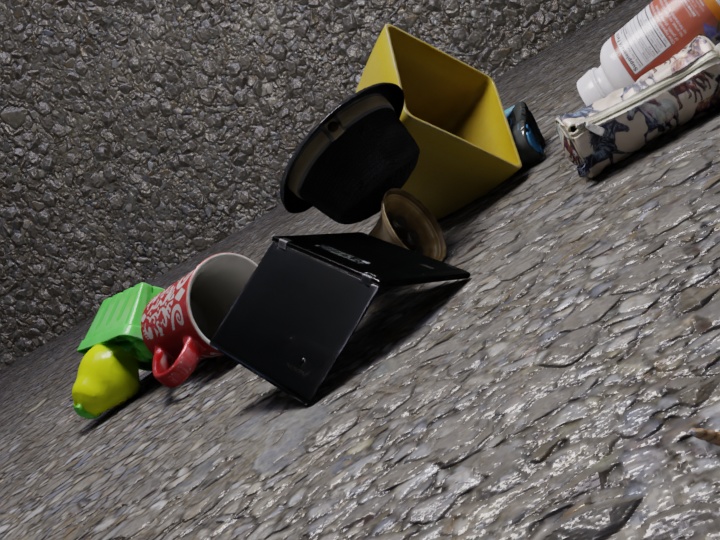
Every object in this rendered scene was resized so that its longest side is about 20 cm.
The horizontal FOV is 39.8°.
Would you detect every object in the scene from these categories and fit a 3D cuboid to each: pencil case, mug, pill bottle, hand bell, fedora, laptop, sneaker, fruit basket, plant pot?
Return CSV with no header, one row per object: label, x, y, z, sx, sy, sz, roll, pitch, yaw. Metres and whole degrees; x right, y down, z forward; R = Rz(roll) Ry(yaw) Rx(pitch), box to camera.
pencil case,0.313,-0.179,1.093,0.198,0.079,0.089,-29,-10,13
mug,-0.236,0.070,1.371,0.176,0.135,0.199,-27,4,-36
pill bottle,0.357,-0.254,1.172,0.199,0.112,0.112,-40,4,31
hand bell,0.000,0.000,1.212,0.199,0.104,0.104,-39,4,33
fedora,0.001,-0.123,1.185,0.200,0.092,0.201,-40,-18,-15
laptop,-0.024,0.039,1.038,0.198,0.118,0.186,-5,18,-39
sneaker,0.224,-0.196,1.477,0.081,0.074,0.200,-29,9,20
fruit basket,-0.353,0.136,1.521,0.215,0.154,0.219,-33,48,45
plant pot,0.079,-0.185,1.400,0.177,0.198,0.202,-48,36,35

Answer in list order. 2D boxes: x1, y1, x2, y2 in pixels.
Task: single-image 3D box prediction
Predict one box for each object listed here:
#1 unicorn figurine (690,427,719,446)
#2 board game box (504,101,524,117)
unicorn figurine,0.211,0.035,0.400,0.137,0.074,0.200,-38,-7,17
board game box,0.190,-0.212,1.742,0.198,0.047,0.151,-24,13,41
